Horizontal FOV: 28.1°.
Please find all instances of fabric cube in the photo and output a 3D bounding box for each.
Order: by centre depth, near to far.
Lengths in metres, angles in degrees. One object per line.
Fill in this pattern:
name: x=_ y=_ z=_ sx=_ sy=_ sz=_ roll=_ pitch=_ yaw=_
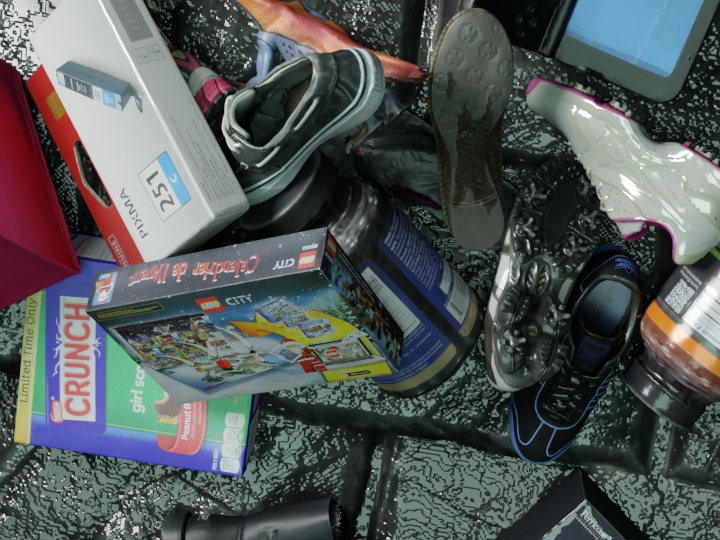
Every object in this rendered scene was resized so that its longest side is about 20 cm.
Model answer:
fabric cube: x=-0.365 y=-0.064 z=1.099 sx=0.198 sy=0.196 sz=0.202 roll=-24 pitch=71 yaw=10

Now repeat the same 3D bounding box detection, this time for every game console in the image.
game console: x=0.192 y=-0.246 z=1.083 sx=0.116 sy=0.175 sz=0.202 roll=32 pitch=107 yaw=36

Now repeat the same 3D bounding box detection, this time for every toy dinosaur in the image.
toy dinosaur: x=-0.034 y=-0.184 z=1.105 sx=0.182 sy=0.105 sz=0.200 roll=51 pitch=141 yaw=1

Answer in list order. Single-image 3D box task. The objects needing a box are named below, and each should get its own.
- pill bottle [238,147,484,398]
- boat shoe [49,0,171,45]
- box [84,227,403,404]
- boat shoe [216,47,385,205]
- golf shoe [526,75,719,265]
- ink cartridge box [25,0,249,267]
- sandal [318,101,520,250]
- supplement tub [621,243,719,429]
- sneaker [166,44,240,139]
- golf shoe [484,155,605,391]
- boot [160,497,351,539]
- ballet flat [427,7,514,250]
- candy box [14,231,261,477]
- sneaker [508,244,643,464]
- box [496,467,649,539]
pill bottle: x=0.000 y=0.000 z=1.133 sx=0.112 sy=0.112 sz=0.200 roll=-38 pitch=117 yaw=12
boat shoe: x=-0.182 y=-0.208 z=1.147 sx=0.074 sy=0.093 sz=0.201 roll=-7 pitch=135 yaw=25
box: x=-0.085 y=0.038 z=1.072 sx=0.198 sy=0.038 sz=0.137 roll=-10 pitch=140 yaw=24
boat shoe: x=-0.067 y=-0.110 z=1.040 sx=0.199 sy=0.070 sz=0.073 roll=-34 pitch=57 yaw=44
golf shoe: x=0.202 y=-0.080 z=1.121 sx=0.199 sy=0.075 sz=0.092 roll=34 pitch=102 yaw=22
ink cartridge box: x=-0.188 y=-0.095 z=1.088 sx=0.176 sy=0.045 sz=0.201 roll=-33 pitch=83 yaw=44
sandal: x=0.049 y=-0.081 z=1.170 sx=0.199 sy=0.048 sz=0.076 roll=26 pitch=105 yaw=-3
supplement tub: x=0.296 y=0.028 z=1.149 sx=0.106 sy=0.107 sz=0.201 roll=35 pitch=105 yaw=-5
sneaker: x=-0.154 y=-0.095 z=1.148 sx=0.075 sy=0.081 sz=0.201 roll=41 pitch=135 yaw=11
golf shoe: x=0.136 y=0.003 z=1.155 sx=0.077 sy=0.095 sz=0.202 roll=23 pitch=65 yaw=-4
boot: x=-0.081 y=0.301 z=1.260 sx=0.166 sy=0.076 sz=0.203 roll=-4 pitch=98 yaw=9
ballet flat: x=0.085 y=-0.109 z=1.104 sx=0.067 sy=0.047 sz=0.202 roll=-7 pitch=123 yaw=-2
candy box: x=-0.181 y=0.069 z=1.211 sx=0.198 sy=0.077 sz=0.171 roll=9 pitch=105 yaw=4
sneaker: x=0.175 y=0.076 z=1.184 sx=0.069 sy=0.078 sz=0.202 roll=20 pitch=104 yaw=-1
box: x=0.207 y=0.294 z=1.238 sx=0.141 sy=0.079 sz=0.200 roll=-44 pitch=97 yaw=10
